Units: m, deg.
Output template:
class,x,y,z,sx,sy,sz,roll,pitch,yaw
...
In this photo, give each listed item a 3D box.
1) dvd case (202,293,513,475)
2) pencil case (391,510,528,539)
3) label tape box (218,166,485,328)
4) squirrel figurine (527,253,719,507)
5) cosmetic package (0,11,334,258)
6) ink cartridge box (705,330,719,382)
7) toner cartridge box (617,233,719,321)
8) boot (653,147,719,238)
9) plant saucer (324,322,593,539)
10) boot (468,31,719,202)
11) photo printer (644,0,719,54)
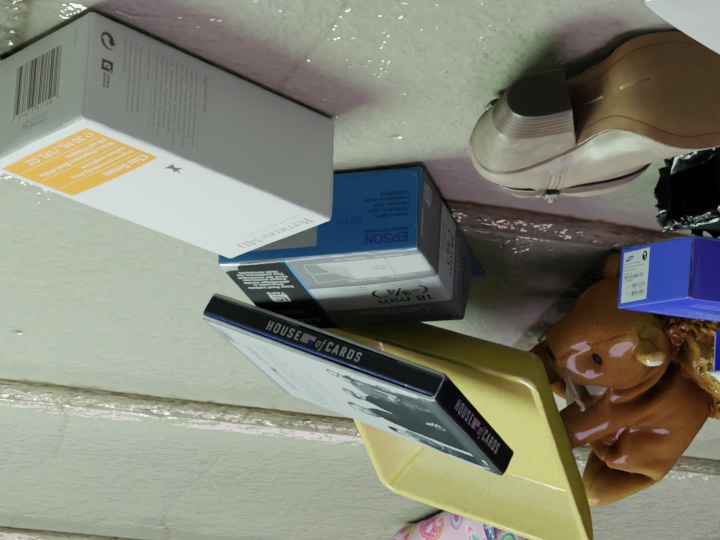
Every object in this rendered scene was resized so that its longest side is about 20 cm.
class,x,y,z,sx,sy,sz,roll,pitch,yaw
dvd case,-0.001,0.081,1.497,0.199,0.025,0.150,19,164,30
pencil case,0.109,0.284,2.161,0.087,0.088,0.200,14,156,-30
label tape box,0.000,0.000,1.487,0.143,0.064,0.200,-4,157,16
squirrel figurine,0.219,0.061,1.578,0.198,0.142,0.187,-14,147,1
cosmetic package,-0.120,-0.078,1.290,0.199,0.072,0.101,20,151,-40
ink cartridge box,0.298,0.066,1.413,0.099,0.040,0.200,-5,166,19
toner cartridge box,0.280,0.013,1.396,0.198,0.044,0.095,8,174,-22
boot,0.295,-0.054,1.318,0.161,0.074,0.198,12,163,-35
plant saucer,0.080,0.110,1.565,0.199,0.049,0.201,15,142,35
boot,0.164,-0.086,1.276,0.198,0.071,0.146,0,165,6
photo printer,0.261,-0.164,1.053,0.199,0.070,0.166,-19,151,41
